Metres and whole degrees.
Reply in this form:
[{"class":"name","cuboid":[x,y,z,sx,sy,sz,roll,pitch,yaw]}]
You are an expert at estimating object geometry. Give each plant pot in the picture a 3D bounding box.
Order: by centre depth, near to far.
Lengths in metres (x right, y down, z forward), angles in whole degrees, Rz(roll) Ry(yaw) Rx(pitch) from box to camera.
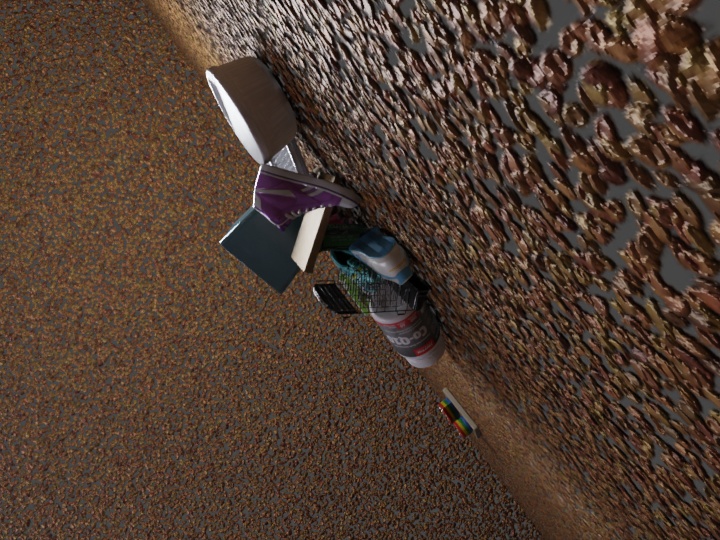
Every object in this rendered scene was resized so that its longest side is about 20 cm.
[{"class":"plant pot","cuboid":[-0.198,-0.101,1.569,0.196,0.200,0.196,41,-166,-12]}]

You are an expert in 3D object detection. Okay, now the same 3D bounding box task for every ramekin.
[{"class":"ramekin","cuboid":[-0.201,-0.311,1.192,0.203,0.094,0.202,53,169,15]}]

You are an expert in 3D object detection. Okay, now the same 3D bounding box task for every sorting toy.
[{"class":"sorting toy","cuboid":[0.389,0.591,2.520,0.200,0.069,0.199,51,176,27]}]

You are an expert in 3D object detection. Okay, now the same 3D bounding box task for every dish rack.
[{"class":"dish rack","cuboid":[0.013,0.036,1.199,0.153,0.199,0.055,-136,48,-59]},{"class":"dish rack","cuboid":[-0.154,-0.233,1.366,0.201,0.043,0.172,69,159,0]}]

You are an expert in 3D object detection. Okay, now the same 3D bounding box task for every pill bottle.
[{"class":"pill bottle","cuboid":[0.108,0.119,1.359,0.114,0.114,0.200,48,174,49]}]

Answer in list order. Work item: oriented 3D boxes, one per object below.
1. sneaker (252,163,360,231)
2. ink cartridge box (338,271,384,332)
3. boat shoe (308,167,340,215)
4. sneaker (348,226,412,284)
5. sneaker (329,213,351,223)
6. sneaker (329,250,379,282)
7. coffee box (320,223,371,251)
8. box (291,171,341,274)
[{"class":"sneaker","cuboid":[-0.105,-0.122,1.189,0.199,0.115,0.073,14,-178,3]},{"class":"ink cartridge box","cuboid":[0.008,0.062,1.671,0.148,0.075,0.201,55,-154,-31]},{"class":"boat shoe","cuboid":[-0.096,-0.178,1.511,0.072,0.059,0.200,50,175,18]},{"class":"sneaker","cuboid":[0.037,-0.027,1.191,0.081,0.076,0.200,52,178,-21]},{"class":"sneaker","cuboid":[-0.049,-0.100,1.639,0.095,0.079,0.200,41,-176,-28]},{"class":"sneaker","cuboid":[0.000,0.000,1.542,0.199,0.078,0.080,27,169,33]},{"class":"coffee box","cuboid":[-0.046,-0.076,1.395,0.200,0.122,0.044,-139,48,-77]},{"class":"box","cuboid":[-0.094,-0.104,1.307,0.021,0.201,0.163,17,-173,-18]}]
